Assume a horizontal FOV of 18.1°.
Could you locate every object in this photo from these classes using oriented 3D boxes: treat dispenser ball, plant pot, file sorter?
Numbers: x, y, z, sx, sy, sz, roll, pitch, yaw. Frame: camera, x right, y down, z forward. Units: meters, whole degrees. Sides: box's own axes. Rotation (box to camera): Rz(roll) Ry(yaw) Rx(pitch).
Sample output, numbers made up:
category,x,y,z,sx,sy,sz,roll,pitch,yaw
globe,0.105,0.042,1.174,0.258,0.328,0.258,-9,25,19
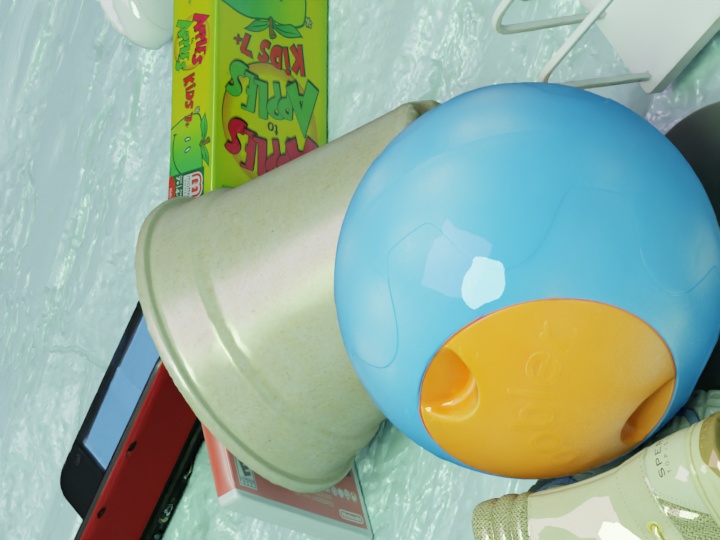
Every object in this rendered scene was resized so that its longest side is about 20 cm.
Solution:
category,x,y,z,sx,sy,sz,roll,pitch,yaw
treat dispenser ball,0.086,0.005,1.154,0.200,0.200,0.203,-14,70,45
plant pot,0.000,0.000,1.342,0.183,0.200,0.202,-33,57,24
file sorter,0.114,-0.212,1.230,0.201,0.124,0.139,57,131,19

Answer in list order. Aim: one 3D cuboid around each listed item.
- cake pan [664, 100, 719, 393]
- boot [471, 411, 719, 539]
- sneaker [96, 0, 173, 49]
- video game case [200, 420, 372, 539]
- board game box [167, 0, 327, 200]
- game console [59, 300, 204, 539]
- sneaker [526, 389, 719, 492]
category,x,y,z,sx,sy,sz,roll,pitch,yaw
cake pan,0.205,-0.003,1.197,0.199,0.036,0.202,-11,76,50
boot,0.158,0.176,1.114,0.155,0.201,0.073,-22,20,29
sneaker,-0.144,-0.260,1.635,0.080,0.076,0.202,-10,75,36
video game case,-0.060,0.067,1.406,0.017,0.143,0.201,-29,59,25
board game box,-0.073,-0.128,1.498,0.047,0.101,0.202,-13,71,44
game console,-0.166,0.103,1.532,0.172,0.118,0.201,41,111,44
sneaker,0.165,0.126,1.190,0.200,0.087,0.075,-31,28,47
